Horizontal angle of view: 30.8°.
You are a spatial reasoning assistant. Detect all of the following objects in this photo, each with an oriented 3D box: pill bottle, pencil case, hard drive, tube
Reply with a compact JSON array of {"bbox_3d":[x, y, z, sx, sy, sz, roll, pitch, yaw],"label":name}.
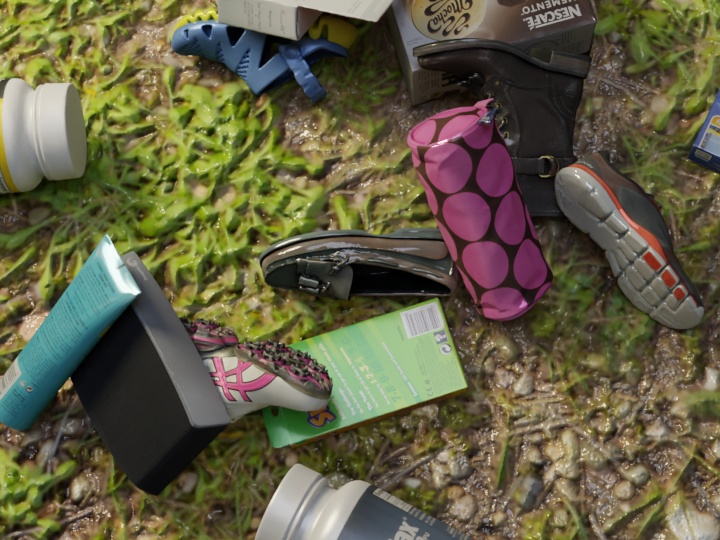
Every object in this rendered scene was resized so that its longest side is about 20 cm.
[{"bbox_3d":[-0.385,-0.134,1.326,0.197,0.115,0.116,-5,71,0],"label":"pill bottle"},{"bbox_3d":[0.121,-0.058,1.250,0.093,0.090,0.202,-37,117,-33],"label":"pencil case"},{"bbox_3d":[-0.215,0.098,1.240,0.135,0.042,0.201,-44,67,27],"label":"hard drive"},{"bbox_3d":[-0.280,0.064,1.236,0.200,0.050,0.078,-50,62,19],"label":"tube"},{"bbox_3d":[0.010,0.259,1.171,0.198,0.120,0.121,25,74,11],"label":"pill bottle"}]

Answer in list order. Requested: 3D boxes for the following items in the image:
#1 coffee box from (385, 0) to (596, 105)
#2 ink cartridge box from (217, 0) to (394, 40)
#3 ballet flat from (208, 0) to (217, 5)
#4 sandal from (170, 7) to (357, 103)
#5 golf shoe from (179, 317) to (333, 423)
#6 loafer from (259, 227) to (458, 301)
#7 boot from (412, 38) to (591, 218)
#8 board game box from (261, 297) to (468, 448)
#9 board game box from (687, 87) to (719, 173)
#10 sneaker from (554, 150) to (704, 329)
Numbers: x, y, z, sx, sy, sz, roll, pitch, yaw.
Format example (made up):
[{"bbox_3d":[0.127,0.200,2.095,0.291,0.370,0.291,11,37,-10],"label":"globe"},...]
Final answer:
[{"bbox_3d":[0.133,-0.261,1.364,0.197,0.080,0.114,-15,70,-2],"label":"coffee box"},{"bbox_3d":[-0.029,-0.299,1.344,0.171,0.044,0.201,16,41,15],"label":"ink cartridge box"},{"bbox_3d":[-0.118,-0.367,1.420,0.063,0.076,0.202,9,67,25],"label":"ballet flat"},{"bbox_3d":[-0.104,-0.225,1.367,0.197,0.079,0.089,6,91,11],"label":"sandal"},{"bbox_3d":[-0.109,0.108,1.236,0.198,0.072,0.094,14,98,35],"label":"golf shoe"},{"bbox_3d":[0.000,0.000,1.282,0.197,0.072,0.064,-6,58,-2],"label":"loafer"},{"bbox_3d":[0.139,-0.135,1.291,0.197,0.069,0.177,7,99,-9],"label":"boot"},{"bbox_3d":[-0.003,0.102,1.274,0.197,0.030,0.097,-16,71,-5],"label":"board game box"},{"bbox_3d":[0.451,-0.134,1.330,0.198,0.035,0.136,27,73,11],"label":"board game box"},{"bbox_3d":[0.278,-0.037,1.278,0.082,0.077,0.201,-38,92,-30],"label":"sneaker"}]
